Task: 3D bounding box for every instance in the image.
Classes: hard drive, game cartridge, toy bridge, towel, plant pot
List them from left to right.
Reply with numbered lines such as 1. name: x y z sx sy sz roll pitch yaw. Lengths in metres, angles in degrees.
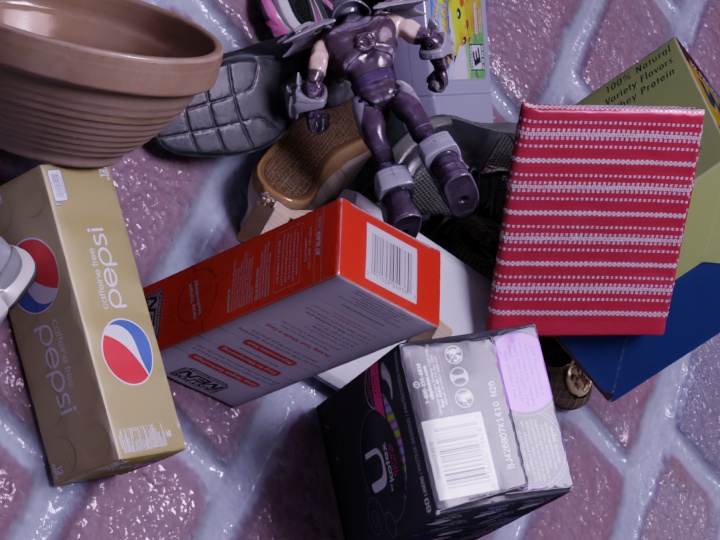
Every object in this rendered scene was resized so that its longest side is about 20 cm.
1. plant pot: -0.197 -0.127 1.566 0.200 0.200 0.093 -6 117 -50
2. toy bridge: 0.000 0.000 1.725 0.200 0.027 0.067 35 79 -34
3. hard drive: 0.032 0.043 1.791 0.200 0.026 0.132 32 81 -35
4. game cartridge: 0.061 -0.195 1.853 0.133 0.040 0.201 -12 98 -62
5. towel: 0.173 -0.035 1.773 0.144 0.201 0.023 0 32 -12

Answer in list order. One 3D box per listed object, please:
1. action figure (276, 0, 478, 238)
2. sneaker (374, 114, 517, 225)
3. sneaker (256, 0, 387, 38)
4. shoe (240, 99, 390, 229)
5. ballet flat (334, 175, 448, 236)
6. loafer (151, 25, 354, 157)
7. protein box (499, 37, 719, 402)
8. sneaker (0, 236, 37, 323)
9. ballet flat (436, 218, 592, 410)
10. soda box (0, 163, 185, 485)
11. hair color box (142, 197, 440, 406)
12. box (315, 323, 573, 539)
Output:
1. action figure: 0.015 -0.120 1.711 0.069 0.129 0.201 64 4 -66
2. sneaker: 0.102 -0.063 1.788 0.199 0.114 0.077 -2 118 -50
3. sneaker: 0.016 -0.193 1.874 0.199 0.086 0.081 14 50 -46
4. shoe: -0.038 -0.086 1.806 0.070 0.054 0.200 32 37 7
5. ballet flat: 0.037 -0.054 1.856 0.068 0.068 0.200 60 39 -7
6. loafer: -0.081 -0.131 1.758 0.199 0.072 0.073 -20 106 -33
7. protein box: 0.227 -0.043 1.912 0.135 0.198 0.200 48 16 -29
8. sneaker: -0.283 0.019 1.455 0.116 0.075 0.200 48 32 -15
9. ballet flat: 0.135 0.032 1.946 0.200 0.046 0.067 54 41 -17
10. soda box: -0.182 0.034 1.557 0.064 0.068 0.201 -4 76 -50
11. hair color box: -0.050 0.025 1.610 0.101 0.199 0.062 28 52 -39
12. box: 0.054 0.124 1.670 0.105 0.200 0.123 -8 76 -20
